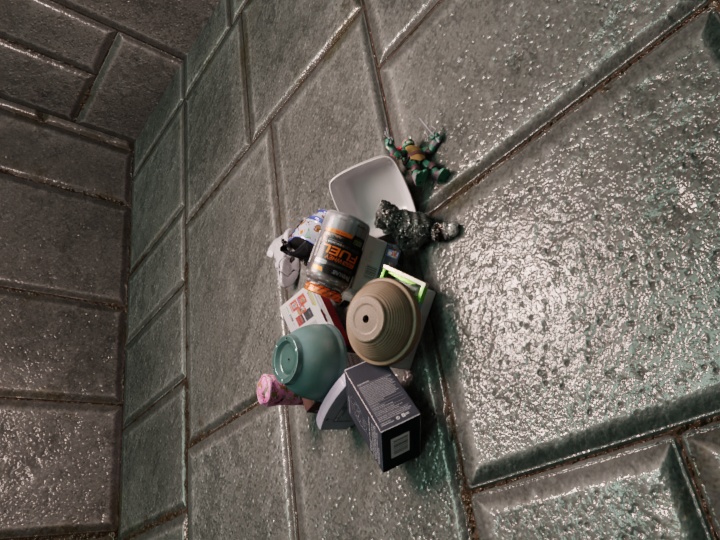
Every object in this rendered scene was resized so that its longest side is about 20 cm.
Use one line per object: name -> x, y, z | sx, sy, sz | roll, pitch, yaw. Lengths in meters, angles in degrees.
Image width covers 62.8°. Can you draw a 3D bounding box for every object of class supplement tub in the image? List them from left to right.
supplement tub -> -0.061, -0.034, 1.448 | 0.121, 0.121, 0.205 | 14, 83, 52

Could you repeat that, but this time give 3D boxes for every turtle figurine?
turtle figurine -> 0.144, -0.300, 1.513 | 0.102, 0.146, 0.203 | 80, 167, -53

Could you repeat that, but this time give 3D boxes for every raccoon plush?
raccoon plush -> 0.126, -0.128, 1.429 | 0.196, 0.133, 0.099 | -15, 59, 35

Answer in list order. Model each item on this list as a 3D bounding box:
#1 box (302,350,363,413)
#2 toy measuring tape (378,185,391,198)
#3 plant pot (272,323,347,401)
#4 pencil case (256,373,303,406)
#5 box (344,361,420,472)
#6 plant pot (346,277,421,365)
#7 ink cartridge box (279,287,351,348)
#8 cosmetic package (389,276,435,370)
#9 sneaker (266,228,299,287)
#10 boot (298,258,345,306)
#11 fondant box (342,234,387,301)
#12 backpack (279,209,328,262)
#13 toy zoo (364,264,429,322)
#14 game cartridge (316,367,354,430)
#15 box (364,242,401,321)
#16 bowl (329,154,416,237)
box -> -0.069, 0.304, 1.600 | 0.201, 0.098, 0.076 | -49, 46, 32
toy measuring tape -> 0.057, -0.191, 1.611 | 0.073, 0.072, 0.204 | 41, 115, 49
plant pot -> -0.145, 0.235, 1.527 | 0.198, 0.132, 0.206 | -14, 71, 48
pencil case -> -0.200, 0.342, 1.675 | 0.087, 0.197, 0.084 | 46, 116, 45
box -> 0.050, 0.332, 1.383 | 0.201, 0.105, 0.151 | 51, 154, 46
plant pot -> 0.035, 0.116, 1.362 | 0.196, 0.092, 0.207 | -5, 80, 32
ink cartridge box -> -0.116, 0.149, 1.667 | 0.175, 0.083, 0.204 | -36, 75, 40
cosmetic package -> 0.101, 0.129, 1.457 | 0.101, 0.070, 0.205 | 25, 99, 52
sneaker -> -0.258, -0.032, 1.971 | 0.114, 0.074, 0.206 | -20, 59, 48
boot -> -0.118, 0.006, 1.722 | 0.078, 0.136, 0.203 | -46, 48, 32
fondant box -> 0.000, 0.000, 1.556 | 0.200, 0.057, 0.148 | 154, 135, -74
backpack -> -0.100, -0.069, 1.599 | 0.156, 0.198, 0.190 | -57, 12, -8
toy zoo -> 0.076, 0.104, 1.408 | 0.129, 0.020, 0.205 | 25, 99, 35
game cartridge -> -0.029, 0.328, 1.515 | 0.041, 0.131, 0.202 | 50, 118, 37
box -> 0.054, 0.034, 1.516 | 0.137, 0.037, 0.205 | -85, 13, -83
bowl -> 0.035, -0.195, 1.540 | 0.196, 0.203, 0.075 | -20, 23, 17
